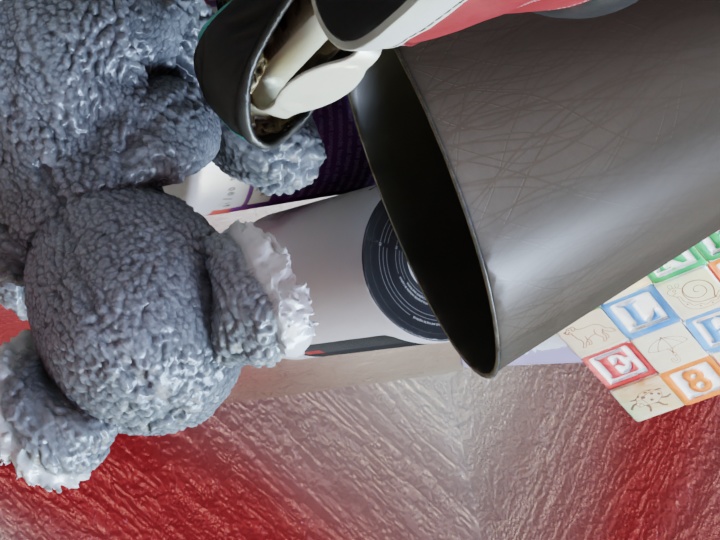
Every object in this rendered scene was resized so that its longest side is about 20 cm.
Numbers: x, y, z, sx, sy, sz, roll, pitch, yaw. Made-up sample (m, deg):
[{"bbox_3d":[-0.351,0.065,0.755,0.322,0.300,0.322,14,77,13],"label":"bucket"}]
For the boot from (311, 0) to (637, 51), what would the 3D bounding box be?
[{"bbox_3d":[0.090,-0.136,1.024,0.144,0.073,0.200,-9,172,-35],"label":"boot"}]

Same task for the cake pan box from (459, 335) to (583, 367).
[{"bbox_3d":[0.136,-0.032,1.409,0.199,0.052,0.185,-2,138,8],"label":"cake pan box"}]

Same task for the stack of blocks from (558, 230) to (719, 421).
[{"bbox_3d":[0.189,-0.012,1.344,0.199,0.059,0.115,-22,131,26],"label":"stack of blocks"}]

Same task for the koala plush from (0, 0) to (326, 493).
[{"bbox_3d":[-0.108,-0.012,1.227,0.177,0.201,0.184,-26,147,12],"label":"koala plush"}]

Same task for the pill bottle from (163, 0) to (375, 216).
[{"bbox_3d":[-0.009,-0.095,1.446,0.199,0.112,0.111,-9,173,-19],"label":"pill bottle"}]

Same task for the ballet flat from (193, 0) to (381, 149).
[{"bbox_3d":[0.009,-0.121,1.141,0.068,0.069,0.200,16,131,-38],"label":"ballet flat"}]

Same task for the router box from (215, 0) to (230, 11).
[{"bbox_3d":[0.047,-0.157,1.282,0.199,0.052,0.157,-9,172,-21],"label":"router box"}]

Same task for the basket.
[{"bbox_3d":[0.113,-0.072,1.248,0.199,0.181,0.136,-21,-175,-12],"label":"basket"}]

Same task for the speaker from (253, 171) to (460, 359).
[{"bbox_3d":[0.000,0.000,1.396,0.081,0.082,0.200,-9,179,-23],"label":"speaker"}]
